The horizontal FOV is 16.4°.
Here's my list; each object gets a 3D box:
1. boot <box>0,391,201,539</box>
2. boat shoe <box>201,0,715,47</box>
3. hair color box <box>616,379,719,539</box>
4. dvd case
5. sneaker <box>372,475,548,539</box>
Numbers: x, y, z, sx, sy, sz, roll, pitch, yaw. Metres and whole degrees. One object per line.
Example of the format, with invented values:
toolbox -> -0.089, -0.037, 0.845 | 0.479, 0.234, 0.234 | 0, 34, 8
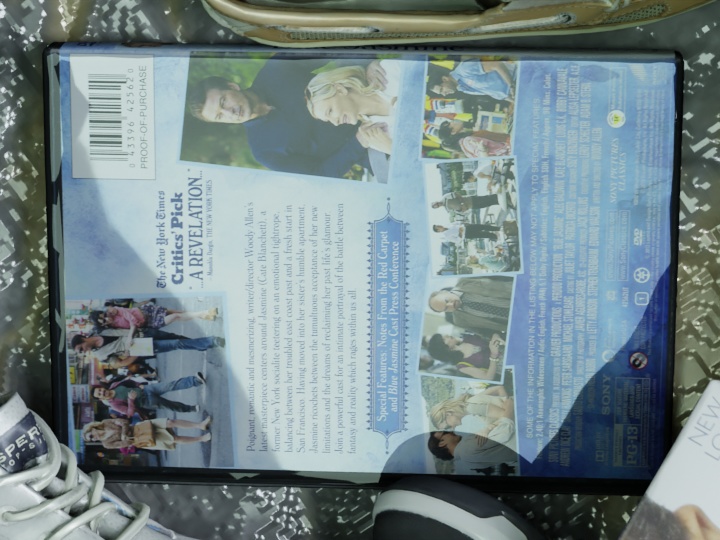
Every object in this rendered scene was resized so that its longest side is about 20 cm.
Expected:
boot -> -0.097, 0.085, 0.771 | 0.200, 0.074, 0.096 | -1, 114, 15
boat shoe -> 0.050, -0.097, 0.731 | 0.200, 0.076, 0.072 | -13, 101, 7
hair color box -> 0.160, 0.128, 0.696 | 0.200, 0.065, 0.109 | 30, 87, 20
dvd case -> 0.000, 0.000, 0.787 | 0.200, 0.018, 0.143 | 1, 104, 4
sneaker -> 0.040, 0.164, 0.776 | 0.072, 0.083, 0.200 | -7, 108, 51
